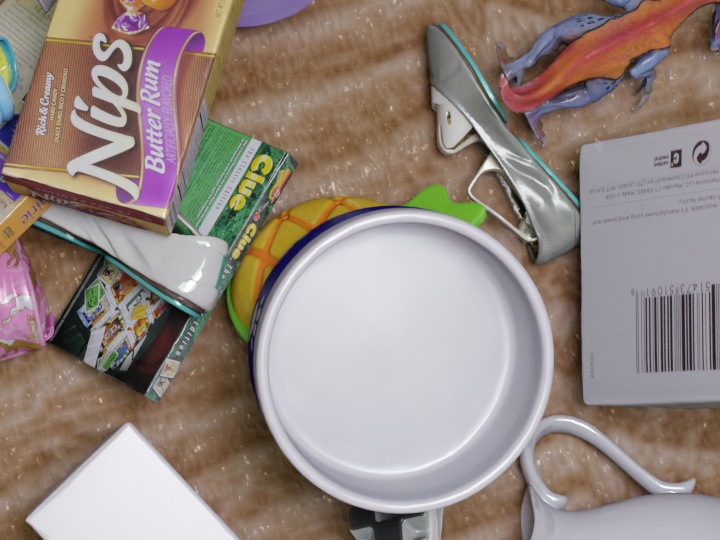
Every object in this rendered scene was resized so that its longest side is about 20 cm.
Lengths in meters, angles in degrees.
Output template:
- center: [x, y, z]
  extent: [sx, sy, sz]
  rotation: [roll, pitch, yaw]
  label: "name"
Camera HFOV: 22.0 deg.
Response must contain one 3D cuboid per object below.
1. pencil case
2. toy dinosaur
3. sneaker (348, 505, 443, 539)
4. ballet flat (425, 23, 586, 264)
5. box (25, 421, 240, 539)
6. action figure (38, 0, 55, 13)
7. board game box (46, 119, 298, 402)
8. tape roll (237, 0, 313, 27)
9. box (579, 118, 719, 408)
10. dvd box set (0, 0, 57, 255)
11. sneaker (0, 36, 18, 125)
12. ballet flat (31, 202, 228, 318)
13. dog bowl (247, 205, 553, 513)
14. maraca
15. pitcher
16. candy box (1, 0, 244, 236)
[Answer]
- center: [-0.316, 0.040, 1.292]
  extent: [0.199, 0.087, 0.083]
  rotation: [-17, 68, -10]
  label: "pencil case"
- center: [0.202, -0.159, 1.373]
  extent: [0.181, 0.200, 0.105]
  rotation: [-23, 107, 14]
  label: "toy dinosaur"
- center: [0.026, 0.130, 1.356]
  extent: [0.074, 0.089, 0.201]
  rotation: [-9, 65, 19]
  label: "sneaker"
- center: [0.094, -0.092, 1.387]
  extent: [0.064, 0.067, 0.200]
  rotation: [-37, 91, -3]
  label: "ballet flat"
- center: [-0.130, 0.210, 1.286]
  extent: [0.097, 0.124, 0.200]
  rotation: [-43, 92, -11]
  label: "box"
- center: [-0.293, -0.229, 1.286]
  extent: [0.200, 0.193, 0.105]
  rotation: [-33, 134, -29]
  label: "action figure"
- center: [-0.135, -0.013, 1.330]
  extent: [0.104, 0.023, 0.201]
  rotation: [24, 79, 34]
  label: "board game box"
- center: [-0.102, -0.272, 1.294]
  extent: [0.199, 0.200, 0.085]
  rotation: [24, 53, -7]
  label: "tape roll"
- center: [0.271, -0.002, 1.326]
  extent: [0.130, 0.198, 0.201]
  rotation: [5, 82, -38]
  label: "box"
- center: [-0.235, -0.123, 1.315]
  extent: [0.146, 0.029, 0.200]
  rotation: [37, 77, 28]
  label: "dvd box set"
- center: [-0.314, -0.129, 1.286]
  extent: [0.130, 0.080, 0.200]
  rotation: [-40, 50, -24]
  label: "sneaker"
- center: [-0.172, -0.034, 1.304]
  extent: [0.199, 0.069, 0.070]
  rotation: [27, 79, 25]
  label: "ballet flat"
- center: [0.025, 0.057, 1.243]
  extent: [0.199, 0.079, 0.201]
  rotation: [-1, 96, -10]
  label: "dog bowl"
- center: [0.000, 0.000, 1.330]
  extent: [0.199, 0.107, 0.138]
  rotation: [-16, 52, 1]
  label: "maraca"
- center: [0.208, 0.196, 1.361]
  extent: [0.199, 0.121, 0.173]
  rotation: [8, 68, 2]
  label: "pitcher"
- center: [-0.156, -0.136, 1.251]
  extent: [0.116, 0.056, 0.201]
  rotation: [16, 77, 2]
  label: "candy box"
